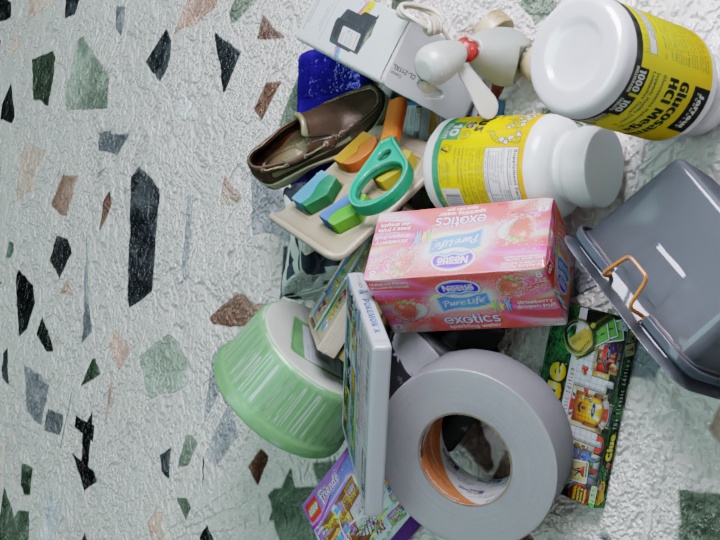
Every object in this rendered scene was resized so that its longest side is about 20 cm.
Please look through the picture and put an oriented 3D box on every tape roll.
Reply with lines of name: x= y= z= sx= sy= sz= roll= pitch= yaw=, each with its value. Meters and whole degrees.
tape roll: x=0.121 y=0.187 z=1.202 sx=0.199 sy=0.066 sz=0.201 roll=8 pitch=108 yaw=25

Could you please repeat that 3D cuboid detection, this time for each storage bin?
storage bin: x=0.306 y=-0.004 z=1.066 sx=0.134 sy=0.145 sz=0.200 roll=-48 pitch=52 yaw=21

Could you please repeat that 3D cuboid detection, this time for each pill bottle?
pill bottle: x=0.264 y=-0.185 z=1.077 sx=0.112 sy=0.199 sz=0.113 roll=-8 pitch=80 yaw=49
pill bottle: x=0.176 y=-0.112 z=1.230 sx=0.199 sy=0.112 sz=0.114 roll=5 pitch=89 yaw=42

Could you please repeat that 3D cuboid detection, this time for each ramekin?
ramekin: x=-0.077 y=0.131 z=1.442 sx=0.098 sy=0.199 sz=0.200 roll=-51 pitch=50 yaw=22

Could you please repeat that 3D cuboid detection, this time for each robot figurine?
robot figurine: x=0.084 y=0.118 z=1.311 sx=0.124 sy=0.150 sz=0.200 roll=32 pitch=116 yaw=1

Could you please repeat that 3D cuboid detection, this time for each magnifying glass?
magnifying glass: x=0.031 y=-0.136 z=1.324 sx=0.079 sy=0.022 sz=0.201 roll=-20 pitch=35 yaw=28

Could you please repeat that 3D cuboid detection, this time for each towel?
towel: x=-0.042 y=-0.207 z=1.548 sx=0.147 sy=0.049 sz=0.201 roll=-4 pitch=83 yaw=49

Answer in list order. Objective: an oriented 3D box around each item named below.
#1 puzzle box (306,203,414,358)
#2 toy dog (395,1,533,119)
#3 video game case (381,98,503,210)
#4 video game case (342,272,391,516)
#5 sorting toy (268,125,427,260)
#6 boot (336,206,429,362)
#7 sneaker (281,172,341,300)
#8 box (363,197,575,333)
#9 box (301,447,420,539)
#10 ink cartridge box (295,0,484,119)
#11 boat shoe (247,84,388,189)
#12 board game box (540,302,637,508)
puzzle box: x=0.000 y=0.000 z=1.384 sx=0.201 sy=0.025 sz=0.133 roll=-59 pitch=15 yaw=7
toy dog: x=0.124 y=-0.220 z=1.255 sx=0.132 sy=0.199 sz=0.097 roll=59 pitch=140 yaw=41
video game case: x=0.092 y=-0.138 z=1.410 sx=0.199 sy=0.018 sz=0.144 roll=7 pitch=90 yaw=49
video game case: x=0.005 y=0.129 z=1.227 sx=0.182 sy=0.022 sz=0.201 roll=-111 pitch=21 yaw=-65
sorting toy: x=-0.003 y=-0.103 z=1.362 sx=0.200 sy=0.037 sz=0.185 roll=-39 pitch=31 yaw=-11
boot: x=0.042 y=0.014 z=1.397 sx=0.201 sy=0.066 sz=0.175 roll=-59 pitch=12 yaw=10
sneaker: x=-0.065 y=-0.053 z=1.518 sx=0.199 sy=0.079 sz=0.130 roll=103 pitch=165 yaw=-59
box: x=0.117 y=-0.003 z=1.204 sx=0.199 sy=0.103 sz=0.095 roll=-4 pitch=50 yaw=24
box: x=0.013 y=0.290 z=1.432 sx=0.200 sy=0.039 sz=0.137 roll=-55 pitch=49 yaw=30
ink cartridge box: x=0.039 y=-0.264 z=1.375 sx=0.200 sy=0.145 sz=0.083 roll=37 pitch=102 yaw=48
boat shoe: x=-0.057 y=-0.176 z=1.461 sx=0.202 sy=0.075 sz=0.075 roll=-35 pitch=64 yaw=9
board game box: x=0.232 y=0.140 z=1.211 sx=0.105 sy=0.023 sz=0.201 roll=15 pitch=97 yaw=51
